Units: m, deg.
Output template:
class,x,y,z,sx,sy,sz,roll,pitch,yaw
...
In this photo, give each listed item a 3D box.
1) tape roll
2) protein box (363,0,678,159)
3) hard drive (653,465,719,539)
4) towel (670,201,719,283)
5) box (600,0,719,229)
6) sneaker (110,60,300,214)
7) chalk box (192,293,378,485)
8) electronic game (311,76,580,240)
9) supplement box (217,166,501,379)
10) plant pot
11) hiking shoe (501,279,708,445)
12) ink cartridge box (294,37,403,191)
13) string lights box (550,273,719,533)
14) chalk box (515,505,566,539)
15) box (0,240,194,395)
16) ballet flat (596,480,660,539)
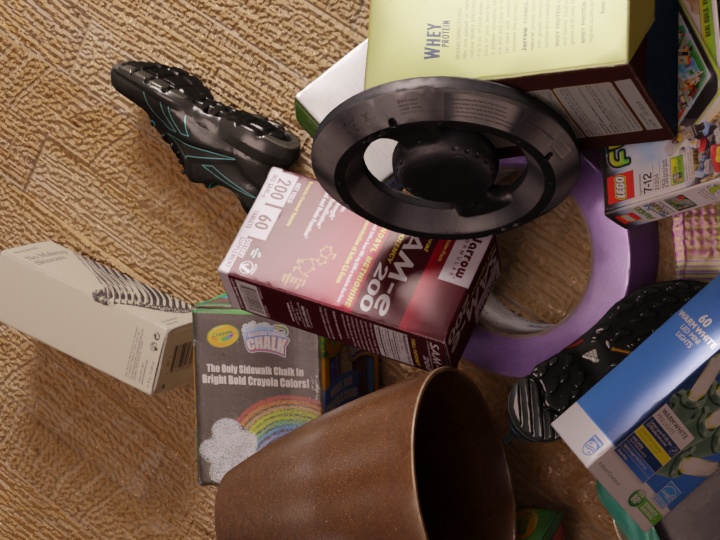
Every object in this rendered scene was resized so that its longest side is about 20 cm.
class,x,y,z,sx,sy,sz,roll,pitch,yaw
tape roll,0.138,-0.018,1.596,0.199,0.065,0.202,4,98,29
protein box,0.123,-0.201,1.462,0.198,0.135,0.200,-5,68,23
hard drive,0.320,0.175,1.492,0.199,0.042,0.136,-26,90,11
towel,0.314,0.013,1.524,0.143,0.023,0.202,-3,96,29
box,0.233,-0.141,1.489,0.109,0.035,0.202,-17,62,33
sneaker,-0.148,-0.121,1.741,0.199,0.075,0.080,31,114,23
chalk box,-0.062,0.077,1.676,0.124,0.124,0.202,3,97,23
electronic game,0.062,-0.080,1.447,0.199,0.200,0.042,-15,56,30
supplement box,0.000,0.000,1.563,0.198,0.061,0.109,17,63,19
plant pot,-0.007,0.183,1.523,0.198,0.187,0.189,-12,91,25
hiking shoe,0.195,0.068,1.520,0.199,0.087,0.075,-26,82,-11
ink cartridge box,0.054,-0.155,1.605,0.200,0.059,0.104,-39,75,-10
string lights box,0.249,0.088,1.453,0.200,0.103,0.059,-42,41,3
chalk box,0.102,0.272,1.606,0.198,0.125,0.125,3,122,30
box,-0.240,0.042,1.814,0.199,0.082,0.069,23,109,24
ballet flat,0.253,0.231,1.575,0.201,0.067,0.070,60,143,9
